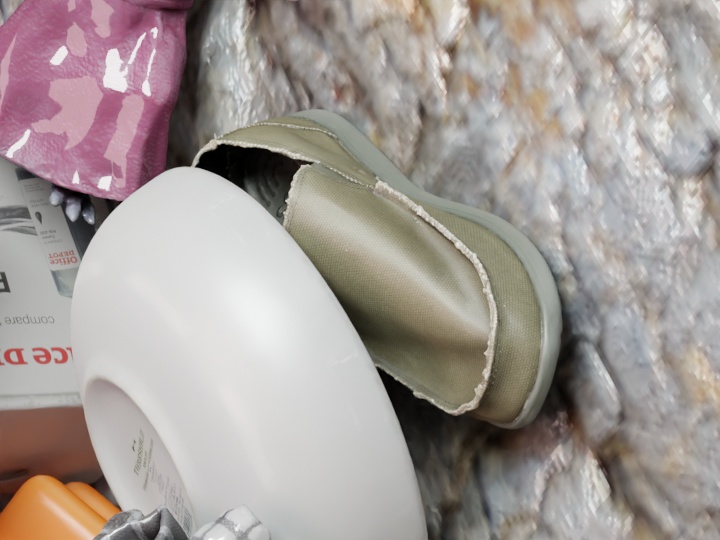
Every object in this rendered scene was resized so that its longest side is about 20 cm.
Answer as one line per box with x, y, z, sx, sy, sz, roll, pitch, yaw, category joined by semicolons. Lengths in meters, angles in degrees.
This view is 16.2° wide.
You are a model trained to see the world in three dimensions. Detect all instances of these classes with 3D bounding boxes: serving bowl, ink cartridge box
-0.057;0.065;0.973;0.200;0.066;0.201;44;149;35;serving bowl
-0.188;-0.004;1.143;0.085;0.145;0.201;-43;58;43;ink cartridge box

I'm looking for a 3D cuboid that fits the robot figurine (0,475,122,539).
-0.169;0.187;1.118;0.200;0.116;0.144;-55;20;3;robot figurine

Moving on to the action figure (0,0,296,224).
-0.089;-0.125;1.070;0.201;0.134;0.149;-63;-1;16;action figure

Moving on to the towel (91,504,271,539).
-0.073;0.202;0.916;0.085;0.166;0.201;7;134;53;towel

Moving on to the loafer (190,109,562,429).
0.000;0.000;0.947;0.200;0.069;0.076;36;120;48;loafer

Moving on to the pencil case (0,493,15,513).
-0.206;0.045;1.227;0.091;0.083;0.201;-41;58;26;pencil case
